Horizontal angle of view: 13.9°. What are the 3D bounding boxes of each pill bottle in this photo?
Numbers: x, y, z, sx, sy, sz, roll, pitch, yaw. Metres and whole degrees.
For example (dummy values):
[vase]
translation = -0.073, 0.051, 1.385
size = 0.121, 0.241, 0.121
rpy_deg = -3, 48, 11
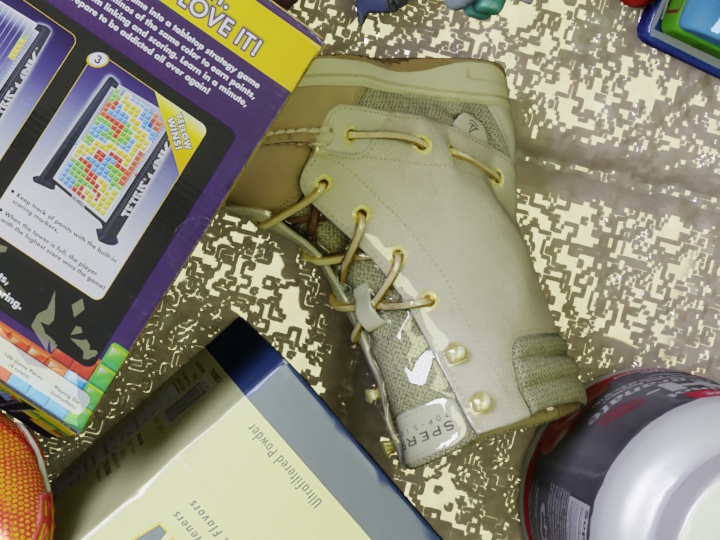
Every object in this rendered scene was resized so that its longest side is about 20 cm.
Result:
[pill bottle]
translation = 0.133, 0.099, 1.141
size = 0.110, 0.200, 0.111
rpy_deg = -1, 93, -9

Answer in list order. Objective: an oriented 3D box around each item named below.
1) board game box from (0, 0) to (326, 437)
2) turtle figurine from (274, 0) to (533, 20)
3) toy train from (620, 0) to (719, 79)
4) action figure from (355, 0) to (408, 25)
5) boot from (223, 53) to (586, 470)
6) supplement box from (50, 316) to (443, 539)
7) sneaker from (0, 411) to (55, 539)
[board game box]
translation = -0.139, -0.065, 1.006
size = 0.200, 0.057, 0.166
rpy_deg = 35, 75, -13
[turtle figurine]
translation = 0.001, -0.141, 1.103
size = 0.200, 0.150, 0.101
rpy_deg = -35, 55, 18
[toy train]
translation = 0.182, -0.173, 1.172
size = 0.084, 0.116, 0.200
rpy_deg = 24, 90, -10
[action figure]
translation = 0.033, -0.204, 1.178
size = 0.193, 0.105, 0.200
rpy_deg = 4, 119, -2
[boot]
translation = 0.000, 0.000, 1.125
size = 0.200, 0.072, 0.155
rpy_deg = -6, 77, -45
[supplement box]
translation = -0.069, 0.138, 1.113
size = 0.200, 0.200, 0.134
rpy_deg = -41, 97, -3
[sneaker]
translation = -0.177, 0.045, 1.042
size = 0.073, 0.077, 0.200
rpy_deg = -46, 57, 4
